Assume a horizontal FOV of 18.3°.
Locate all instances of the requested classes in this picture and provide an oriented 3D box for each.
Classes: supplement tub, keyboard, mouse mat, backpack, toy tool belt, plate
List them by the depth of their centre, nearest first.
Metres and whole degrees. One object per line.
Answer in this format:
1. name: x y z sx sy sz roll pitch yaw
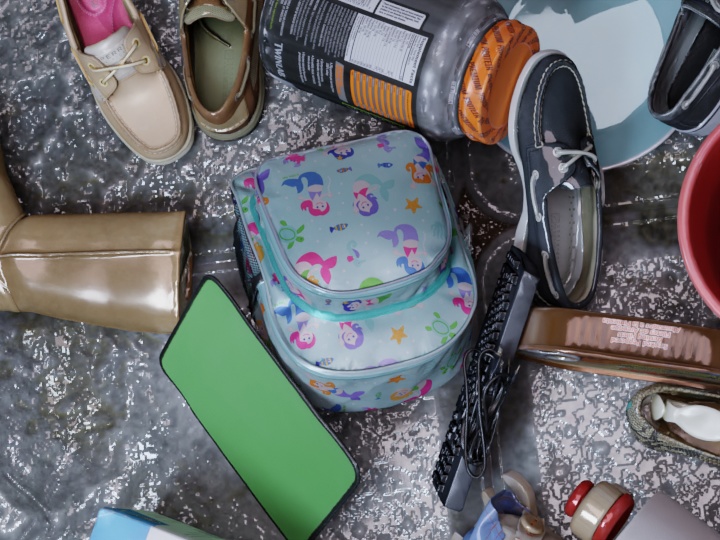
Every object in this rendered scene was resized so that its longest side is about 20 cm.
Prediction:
1. toy tool belt: 0.105 0.219 1.688 0.123 0.125 0.200 35 106 17
2. keyboard: 0.085 0.080 1.702 0.040 0.104 0.201 14 100 -15
3. backpack: 0.000 0.000 1.705 0.177 0.151 0.200 -12 68 -8
4. mouse mat: -0.081 0.113 1.733 0.008 0.161 0.200 -28 75 -32
5. supplement tub: 0.031 -0.175 1.745 0.200 0.123 0.123 23 86 23
6. plate: 0.176 -0.174 1.787 0.200 0.026 0.201 -2 81 10

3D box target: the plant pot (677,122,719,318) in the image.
1. plant pot: 0.337 -0.025 1.659 0.200 0.177 0.201 -2 81 10

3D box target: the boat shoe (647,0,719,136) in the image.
1. boat shoe: 0.275 -0.202 1.706 0.074 0.068 0.200 38 105 40

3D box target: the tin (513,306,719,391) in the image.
1. tin: 0.214 0.061 1.702 0.199 0.112 0.042 8 77 10

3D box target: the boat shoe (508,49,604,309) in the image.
1. boat shoe: 0.158 -0.068 1.722 0.075 0.060 0.201 -13 108 -28

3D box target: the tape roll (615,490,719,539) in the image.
1. tape roll: 0.214 0.280 1.624 0.139 0.203 0.203 36 89 13

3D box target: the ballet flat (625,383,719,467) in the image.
1. ballet flat: 0.298 0.127 1.696 0.199 0.075 0.068 13 83 11

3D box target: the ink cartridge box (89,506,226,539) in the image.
1. ink cartridge box: -0.113 0.282 1.706 0.200 0.147 0.145 19 85 12

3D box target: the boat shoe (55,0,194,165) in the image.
1. boat shoe: -0.202 -0.178 1.829 0.074 0.069 0.200 -31 78 4

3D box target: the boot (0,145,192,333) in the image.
1. boot: -0.236 -0.040 1.820 0.199 0.066 0.176 2 94 11

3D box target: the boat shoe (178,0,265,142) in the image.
1. boat shoe: -0.113 -0.208 1.816 0.075 0.074 0.201 -8 81 8
